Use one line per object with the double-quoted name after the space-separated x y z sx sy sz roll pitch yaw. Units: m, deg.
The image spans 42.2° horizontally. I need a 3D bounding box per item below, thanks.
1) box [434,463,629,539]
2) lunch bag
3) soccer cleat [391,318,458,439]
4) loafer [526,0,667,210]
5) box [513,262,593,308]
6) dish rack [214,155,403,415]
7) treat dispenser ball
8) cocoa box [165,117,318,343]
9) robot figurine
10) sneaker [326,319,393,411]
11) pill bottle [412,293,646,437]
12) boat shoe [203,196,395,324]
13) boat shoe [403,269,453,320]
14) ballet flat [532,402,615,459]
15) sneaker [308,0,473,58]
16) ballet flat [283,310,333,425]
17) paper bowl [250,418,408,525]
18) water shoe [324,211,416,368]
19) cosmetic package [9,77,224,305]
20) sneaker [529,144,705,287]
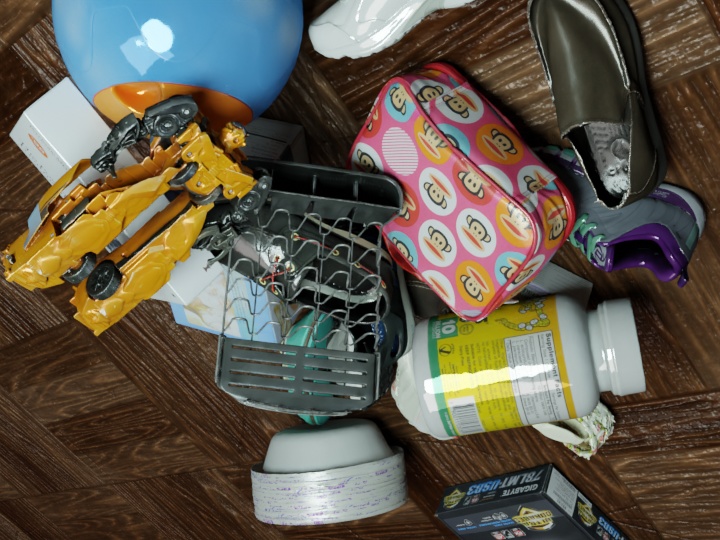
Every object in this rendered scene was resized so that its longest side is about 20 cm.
0.230 0.343 1.208 0.199 0.050 0.199 46 138 -16 "box"
0.075 -0.058 0.816 0.201 0.081 0.177 50 141 15 "lunch bag"
0.063 0.125 1.071 0.076 0.070 0.202 6 137 30 "soccer cleat"
0.181 -0.135 0.713 0.072 0.071 0.202 -14 113 40 "loafer"
0.128 -0.008 0.912 0.197 0.042 0.039 26 140 3 "box"
-0.045 0.015 0.771 0.150 0.204 0.055 6 159 -9 "dish rack"
-0.144 -0.204 0.749 0.197 0.202 0.203 16 139 15 "treat dispenser ball"
-0.128 -0.042 0.960 0.131 0.132 0.202 13 137 19 "cocoa box"
-0.164 -0.046 0.700 0.199 0.058 0.145 -40 137 6 "robot figurine"
-0.007 0.073 1.054 0.079 0.074 0.203 33 139 28 "sneaker"
0.154 0.083 0.855 0.196 0.114 0.114 -11 128 15 "pill bottle"
-0.060 -0.009 0.837 0.198 0.064 0.074 20 128 -17 "boat shoe"
0.112 0.047 0.952 0.196 0.073 0.073 14 136 17 "boat shoe"
0.186 0.133 1.004 0.198 0.064 0.076 31 141 0 "ballet flat"
0.030 -0.238 0.721 0.198 0.078 0.100 -21 113 33 "sneaker"
-0.072 0.111 1.139 0.070 0.067 0.202 26 140 24 "ballet flat"
-0.041 0.249 1.182 0.198 0.199 0.107 -8 88 36 "paper bowl"
0.000 0.000 0.926 0.071 0.079 0.203 -17 97 38 "water shoe"
-0.216 -0.062 0.816 0.201 0.052 0.150 52 159 -16 "cosmetic package"
0.191 -0.047 0.798 0.197 0.088 0.075 14 138 18 "sneaker"
